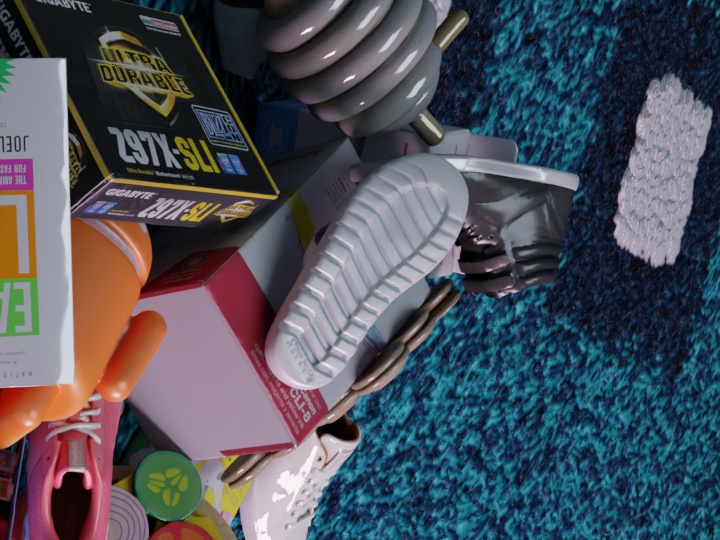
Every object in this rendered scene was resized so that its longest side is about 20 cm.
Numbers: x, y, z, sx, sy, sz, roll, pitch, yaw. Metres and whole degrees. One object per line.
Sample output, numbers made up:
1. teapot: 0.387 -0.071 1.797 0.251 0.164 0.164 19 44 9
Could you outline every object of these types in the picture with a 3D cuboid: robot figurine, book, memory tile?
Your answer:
1. robot figurine: -0.209 0.016 1.521 0.117 0.143 0.200 82 26 -52
2. book: -0.243 -0.028 1.418 0.133 0.048 0.201 -3 91 -16
3. memory tile: -0.014 0.086 1.749 0.017 0.200 0.153 48 34 -6

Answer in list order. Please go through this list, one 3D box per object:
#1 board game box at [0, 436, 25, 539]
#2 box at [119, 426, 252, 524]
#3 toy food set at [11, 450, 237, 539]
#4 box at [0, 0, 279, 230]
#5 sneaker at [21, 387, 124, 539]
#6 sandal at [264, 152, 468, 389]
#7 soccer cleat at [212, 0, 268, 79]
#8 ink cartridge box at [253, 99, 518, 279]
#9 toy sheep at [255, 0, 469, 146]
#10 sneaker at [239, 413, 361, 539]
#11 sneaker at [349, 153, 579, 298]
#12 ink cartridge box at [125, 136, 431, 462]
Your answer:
1. board game box: -0.257 0.199 1.530 0.158 0.039 0.200 111 -14 -44
2. box: -0.138 0.169 1.778 0.200 0.048 0.117 -63 148 -28
3. toy food set: -0.165 0.229 1.643 0.200 0.049 0.198 -30 86 -32
4. box: -0.155 -0.108 1.548 0.200 0.049 0.160 5 54 -60
5. sneaker: -0.191 0.116 1.579 0.087 0.073 0.201 149 -60 -75
6. sandal: -0.005 -0.006 1.625 0.083 0.050 0.203 49 68 -19
7. soccer cleat: -0.045 -0.212 1.784 0.200 0.070 0.087 -35 138 -43
8. ink cartridge box: 0.013 -0.061 1.796 0.067 0.199 0.116 -9 109 -60
9. toy sheep: 0.000 -0.167 1.683 0.200 0.138 0.138 46 56 -19
10. sneaker: -0.046 0.163 1.897 0.073 0.084 0.201 -26 124 -56
11. sneaker: 0.078 -0.032 1.708 0.199 0.071 0.100 6 87 -35
12. ink cartridge box: -0.075 0.021 1.694 0.200 0.145 0.145 -47 115 -41
